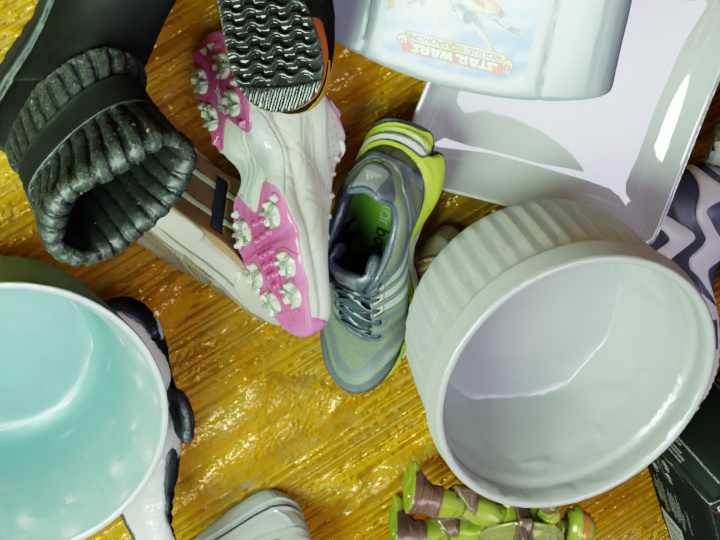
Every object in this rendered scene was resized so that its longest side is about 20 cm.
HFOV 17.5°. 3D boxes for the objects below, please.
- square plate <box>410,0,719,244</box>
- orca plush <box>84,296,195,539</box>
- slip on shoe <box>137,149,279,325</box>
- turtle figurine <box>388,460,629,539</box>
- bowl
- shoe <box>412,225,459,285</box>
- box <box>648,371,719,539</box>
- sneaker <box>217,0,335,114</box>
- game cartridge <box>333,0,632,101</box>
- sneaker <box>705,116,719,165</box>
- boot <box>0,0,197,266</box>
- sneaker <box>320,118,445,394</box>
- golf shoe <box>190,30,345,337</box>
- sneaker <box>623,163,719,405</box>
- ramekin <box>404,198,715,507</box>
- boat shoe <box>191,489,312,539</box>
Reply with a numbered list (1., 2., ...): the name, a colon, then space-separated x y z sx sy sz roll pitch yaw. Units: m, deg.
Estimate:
1. square plate: 0.141 -0.132 1.564 0.200 0.028 0.199 14 108 -18
2. orca plush: -0.132 0.103 1.566 0.071 0.105 0.200 -38 112 -51
3. slip on shoe: -0.104 -0.025 1.516 0.060 0.076 0.200 -11 149 32
4. turtle figurine: 0.104 0.188 1.716 0.161 0.065 0.200 6 156 -10
5. bowl: -0.224 0.071 1.466 0.200 0.105 0.201 -4 119 -8
6. shoe: 0.082 0.055 1.651 0.070 0.053 0.200 -12 126 12
7. box: 0.337 0.150 1.797 0.200 0.124 0.149 -27 128 -8
8. sneaker: -0.056 -0.192 1.416 0.070 0.090 0.201 -8 88 8
9. game cartridge: 0.069 -0.178 1.449 0.200 0.042 0.133 15 114 10
10. sneaker: 0.325 -0.144 1.622 0.099 0.070 0.200 26 117 1
11. boot: -0.139 -0.119 1.374 0.079 0.158 0.211 20 108 -34
12. sneaker: 0.000 0.000 1.548 0.081 0.074 0.200 -46 149 -53
13. golf shoe: -0.040 -0.060 1.479 0.091 0.075 0.200 -17 97 -33
14. sneaker: 0.193 0.020 1.675 0.129 0.080 0.200 -2 119 -24
15. ramekin: 0.124 0.047 1.548 0.200 0.105 0.201 -11 126 -16
16. boat shoe: -0.119 0.236 1.657 0.200 0.067 0.074 -43 128 3
